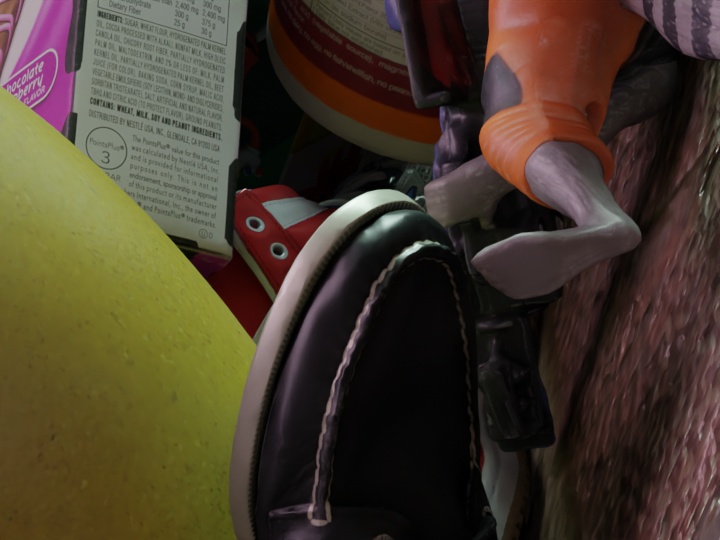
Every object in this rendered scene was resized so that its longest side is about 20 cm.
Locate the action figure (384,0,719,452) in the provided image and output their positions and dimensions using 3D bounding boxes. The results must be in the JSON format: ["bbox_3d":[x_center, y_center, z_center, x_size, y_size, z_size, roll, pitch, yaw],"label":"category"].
[{"bbox_3d":[0.061,-0.047,0.686,0.194,0.104,0.201,-72,-28,-77],"label":"action figure"}]

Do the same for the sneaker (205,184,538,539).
[{"bbox_3d":[-0.010,0.046,0.773,0.200,0.112,0.071,-81,15,-58],"label":"sneaker"}]

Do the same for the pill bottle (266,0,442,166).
[{"bbox_3d":[0.038,-0.138,0.802,0.110,0.109,0.200,-79,3,-50],"label":"pill bottle"}]

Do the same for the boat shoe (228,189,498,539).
[{"bbox_3d":[0.010,0.083,0.626,0.074,0.066,0.200,-7,-67,-47],"label":"boat shoe"}]

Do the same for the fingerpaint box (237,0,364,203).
[{"bbox_3d":[-0.014,-0.077,1.017,0.200,0.073,0.167,-39,-24,-52],"label":"fingerpaint box"}]

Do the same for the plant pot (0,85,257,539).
[{"bbox_3d":[-0.090,0.067,0.689,0.200,0.142,0.200,-56,13,21],"label":"plant pot"}]

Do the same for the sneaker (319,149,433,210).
[{"bbox_3d":[0.000,0.000,0.899,0.077,0.085,0.200,-40,31,45],"label":"sneaker"}]

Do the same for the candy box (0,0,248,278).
[{"bbox_3d":[-0.092,-0.081,0.838,0.136,0.061,0.201,-30,51,52],"label":"candy box"}]
